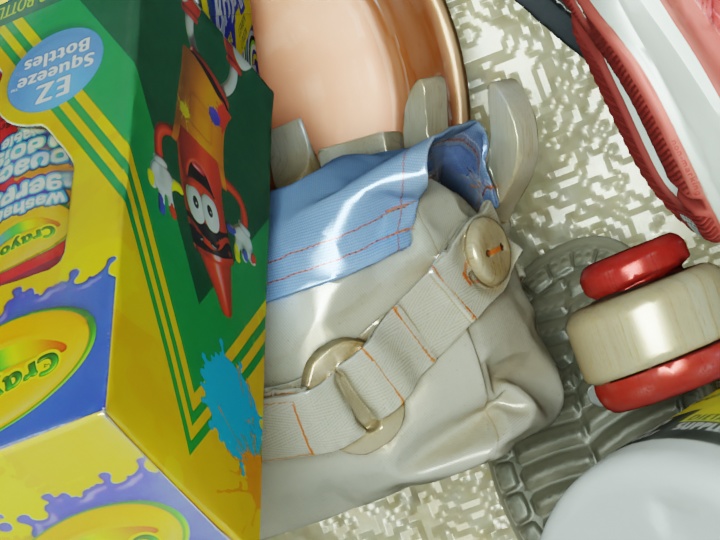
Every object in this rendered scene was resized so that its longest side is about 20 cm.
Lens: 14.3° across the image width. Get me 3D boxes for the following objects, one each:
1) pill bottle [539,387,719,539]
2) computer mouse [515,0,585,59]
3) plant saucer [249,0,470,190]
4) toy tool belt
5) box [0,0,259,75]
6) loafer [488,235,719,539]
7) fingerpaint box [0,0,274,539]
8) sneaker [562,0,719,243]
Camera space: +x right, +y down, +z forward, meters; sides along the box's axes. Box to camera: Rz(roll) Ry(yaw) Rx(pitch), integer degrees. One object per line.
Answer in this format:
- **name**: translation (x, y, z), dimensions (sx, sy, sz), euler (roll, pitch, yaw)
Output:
- **pill bottle**: translation (0.150, 0.066, 0.778), dimensions (0.114, 0.200, 0.115), euler (22, 124, 37)
- **computer mouse**: translation (0.092, -0.123, 0.844), dimensions (0.140, 0.046, 0.200), euler (-42, 77, -1)
- **plant saucer**: translation (-0.064, -0.045, 0.894), dimensions (0.199, 0.032, 0.201), euler (1, 94, 8)
- **toy tool belt**: translation (0.000, 0.000, 0.807), dimensions (0.199, 0.125, 0.123), euler (-20, 90, 23)
- **box**: translation (-0.135, -0.064, 0.852), dimensions (0.199, 0.070, 0.065), euler (-8, 94, 9)
- **loafer**: translation (0.095, 0.087, 0.864), dimensions (0.075, 0.068, 0.201), euler (-23, 75, 18)
- **fingerpaint box**: translation (-0.126, 0.024, 0.758), dimensions (0.199, 0.167, 0.073), euler (-21, 134, 22)
- **sneaker**: translation (0.098, -0.119, 0.787), dimensions (0.115, 0.078, 0.201), euler (-28, 110, -6)
